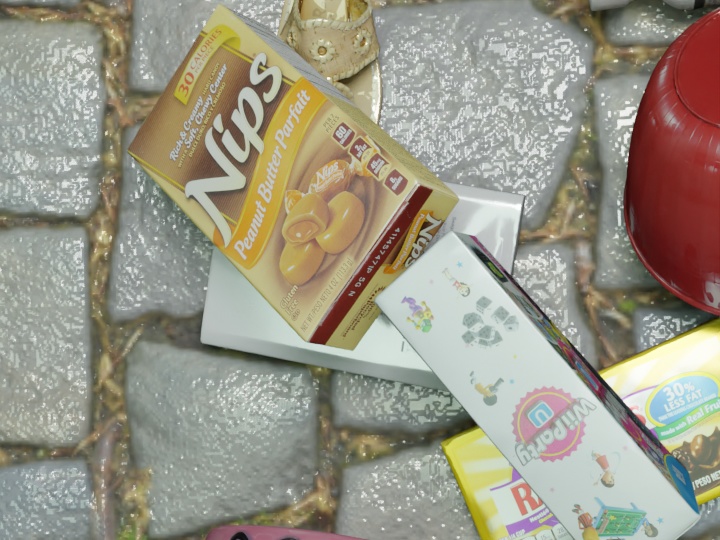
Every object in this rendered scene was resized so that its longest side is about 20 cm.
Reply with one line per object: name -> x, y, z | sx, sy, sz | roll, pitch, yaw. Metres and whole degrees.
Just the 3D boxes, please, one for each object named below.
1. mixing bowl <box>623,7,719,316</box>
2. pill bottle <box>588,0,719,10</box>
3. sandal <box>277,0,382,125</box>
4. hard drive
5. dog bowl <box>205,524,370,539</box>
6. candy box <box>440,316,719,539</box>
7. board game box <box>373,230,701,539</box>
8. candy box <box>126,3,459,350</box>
mixing bowl -> 0.235, -0.082, 0.772 | 0.198, 0.109, 0.202 | -14, 52, 18
pill bottle -> 0.230, -0.223, 0.823 | 0.197, 0.116, 0.118 | -10, 86, 10
sandal -> -0.025, -0.167, 0.891 | 0.077, 0.070, 0.215 | 4, 89, 10
hard drive -> 0.000, 0.000, 0.896 | 0.197, 0.025, 0.134 | 10, 96, 11
dog bowl -> -0.018, 0.206, 0.820 | 0.197, 0.200, 0.075 | 7, 71, 11
candy box -> 0.160, 0.116, 0.868 | 0.198, 0.026, 0.103 | -25, 81, 8
board game box -> 0.104, 0.072, 0.789 | 0.064, 0.147, 0.200 | -41, 84, 9
candy box -> -0.046, -0.059, 0.834 | 0.200, 0.055, 0.116 | 44, 105, 30
